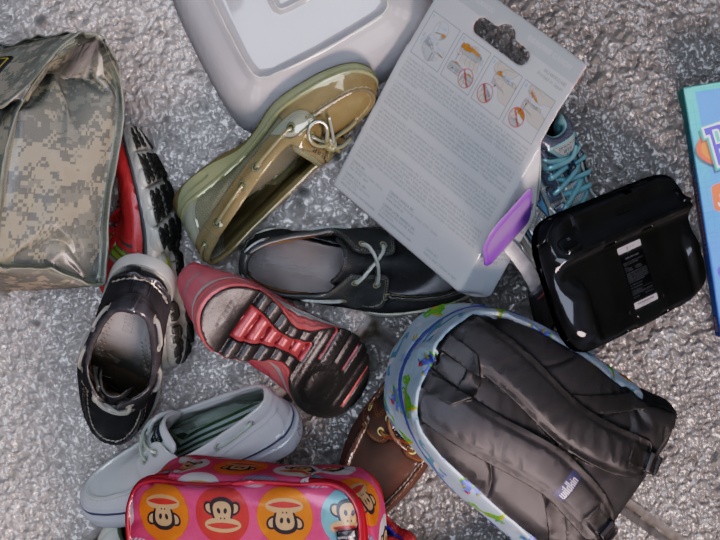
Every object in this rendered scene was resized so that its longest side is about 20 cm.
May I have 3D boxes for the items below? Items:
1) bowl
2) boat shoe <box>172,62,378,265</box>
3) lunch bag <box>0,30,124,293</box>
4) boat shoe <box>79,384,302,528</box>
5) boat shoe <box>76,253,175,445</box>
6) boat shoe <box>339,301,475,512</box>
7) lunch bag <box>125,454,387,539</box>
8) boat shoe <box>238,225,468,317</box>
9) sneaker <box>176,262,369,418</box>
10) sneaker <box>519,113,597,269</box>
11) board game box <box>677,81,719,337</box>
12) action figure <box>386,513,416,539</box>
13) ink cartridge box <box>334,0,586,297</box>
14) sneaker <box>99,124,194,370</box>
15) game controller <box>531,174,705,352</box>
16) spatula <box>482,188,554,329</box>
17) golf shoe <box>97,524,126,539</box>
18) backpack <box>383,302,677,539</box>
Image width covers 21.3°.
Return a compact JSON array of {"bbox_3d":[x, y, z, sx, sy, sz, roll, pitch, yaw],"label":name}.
[{"bbox_3d":[-0.053,-0.232,1.534,0.198,0.075,0.202,-26,87,3],"label":"bowl"},{"bbox_3d":[-0.060,-0.086,1.522,0.200,0.073,0.063,-36,61,11],"label":"boat shoe"},{"bbox_3d":[-0.269,-0.089,1.498,0.117,0.163,0.202,12,81,-37],"label":"lunch bag"},{"bbox_3d":[-0.146,0.139,1.529,0.198,0.067,0.074,-26,45,9],"label":"boat shoe"},{"bbox_3d":[-0.187,0.076,1.501,0.073,0.061,0.201,18,133,-6],"label":"boat shoe"},{"bbox_3d":[0.040,0.113,1.532,0.070,0.070,0.201,29,94,3],"label":"boat shoe"},{"bbox_3d":[-0.078,0.235,1.451,0.198,0.082,0.178,0,98,18],"label":"lunch bag"},{"bbox_3d":[0.000,0.000,1.536,0.198,0.068,0.073,3,89,3],"label":"boat shoe"},{"bbox_3d":[-0.068,0.045,1.513,0.074,0.087,0.200,-51,131,2],"label":"sneaker"},{"bbox_3d":[0.144,-0.074,1.500,0.200,0.086,0.078,50,54,1],"label":"sneaker"},{"bbox_3d":[0.343,-0.058,1.520,0.150,0.045,0.202,-9,89,4],"label":"board game box"},{"bbox_3d":[-0.023,0.202,1.509,0.199,0.052,0.066,26,64,23],"label":"action figure"},{"bbox_3d":[0.083,-0.107,1.480,0.160,0.047,0.201,41,110,35],"label":"ink cartridge box"},{"bbox_3d":[-0.191,-0.016,1.546,0.084,0.077,0.202,-7,90,9],"label":"sneaker"},{"bbox_3d":[0.202,-0.008,1.470,0.042,0.199,0.106,-4,101,42],"label":"game controller"},{"bbox_3d":[0.128,0.003,1.471,0.020,0.200,0.057,35,76,32],"label":"spatula"},{"bbox_3d":[-0.125,0.246,1.545,0.198,0.078,0.098,4,85,3],"label":"golf shoe"},{"bbox_3d":[0.111,0.111,1.445,0.199,0.153,0.164,33,88,-31],"label":"backpack"}]
